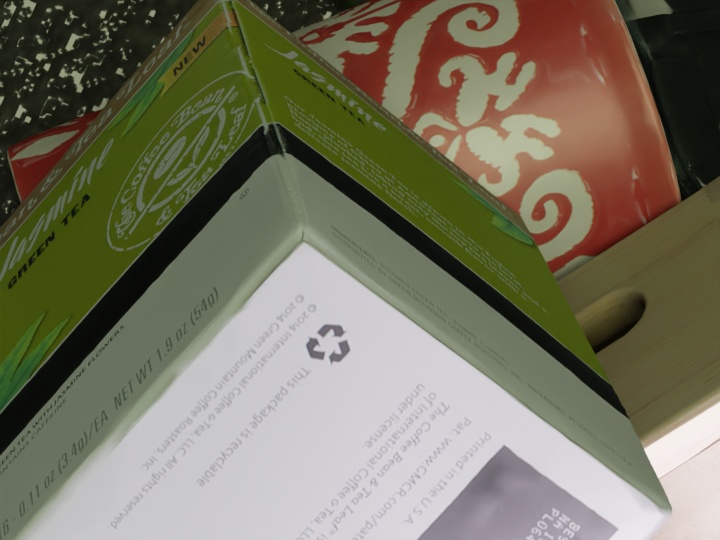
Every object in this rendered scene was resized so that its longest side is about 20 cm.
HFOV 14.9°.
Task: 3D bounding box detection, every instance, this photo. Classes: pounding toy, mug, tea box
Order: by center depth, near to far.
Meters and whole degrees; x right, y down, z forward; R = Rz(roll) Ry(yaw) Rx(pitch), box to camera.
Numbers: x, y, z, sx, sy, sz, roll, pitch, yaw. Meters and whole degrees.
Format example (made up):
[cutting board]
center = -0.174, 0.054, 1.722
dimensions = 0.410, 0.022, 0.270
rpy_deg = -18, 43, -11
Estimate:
[tea box]
center = -0.045, 0.057, 0.776
dimensions = 0.134, 0.197, 0.200
rpy_deg = 38, 102, -22
[pounding toy]
center = 0.128, 0.072, 0.894
dimensions = 0.200, 0.142, 0.184
rpy_deg = -34, 120, 11
[mug]
center = 0.000, -0.003, 0.922
dimensions = 0.200, 0.133, 0.178
rpy_deg = -19, 91, -5

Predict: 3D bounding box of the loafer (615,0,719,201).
[loafer]
center = 0.104, -0.097, 0.964
dimensions = 0.073, 0.072, 0.200
rpy_deg = -2, 68, -16
